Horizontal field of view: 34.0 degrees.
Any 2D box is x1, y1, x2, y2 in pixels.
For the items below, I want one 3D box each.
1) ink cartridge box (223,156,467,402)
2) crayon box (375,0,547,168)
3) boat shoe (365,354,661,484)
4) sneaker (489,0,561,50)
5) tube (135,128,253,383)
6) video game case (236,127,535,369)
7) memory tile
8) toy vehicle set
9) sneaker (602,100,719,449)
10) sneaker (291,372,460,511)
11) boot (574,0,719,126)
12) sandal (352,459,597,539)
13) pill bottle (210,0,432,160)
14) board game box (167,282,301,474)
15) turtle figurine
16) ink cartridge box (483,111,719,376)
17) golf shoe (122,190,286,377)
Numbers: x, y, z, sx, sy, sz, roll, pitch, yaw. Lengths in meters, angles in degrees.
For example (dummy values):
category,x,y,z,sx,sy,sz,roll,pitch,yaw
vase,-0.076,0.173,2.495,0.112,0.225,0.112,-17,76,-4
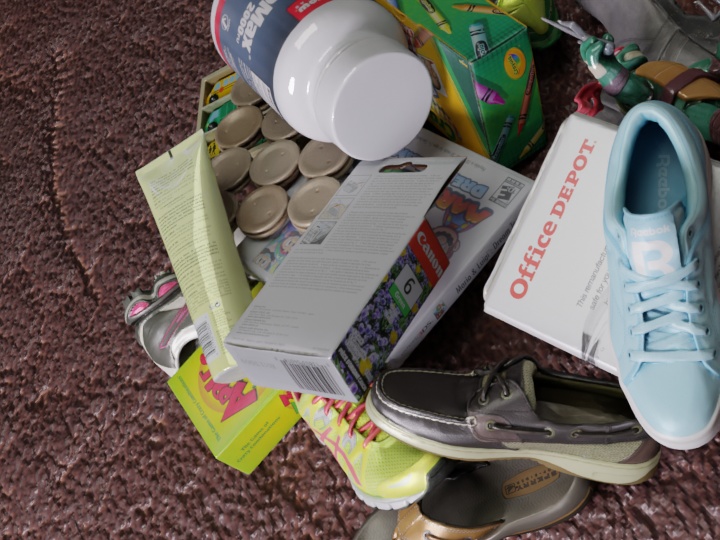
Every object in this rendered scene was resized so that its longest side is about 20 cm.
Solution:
category,x,y,z,sx,sy,sz,roll,pitch,yaw
ink cartridge box,0.000,0.000,0.857,0.108,0.050,0.200,4,47,42
crayon box,0.067,-0.181,0.973,0.058,0.119,0.200,-32,47,-12
boat shoe,0.104,0.087,0.779,0.198,0.065,0.073,9,35,0
sneaker,0.114,-0.236,1.010,0.074,0.084,0.200,-36,31,9
tube,-0.125,-0.010,0.956,0.058,0.052,0.201,-18,74,-15
video game case,0.016,-0.035,0.939,0.200,0.024,0.182,31,75,40
memory tile,-0.066,-0.109,1.016,0.152,0.017,0.201,-7,53,27
toy vehicle set,-0.076,-0.164,1.122,0.199,0.026,0.125,-20,55,31
sneaker,0.167,-0.001,0.672,0.073,0.082,0.202,-11,74,26
sneaker,-0.004,0.103,0.853,0.078,0.091,0.200,-41,29,-16
boot,0.199,-0.152,0.904,0.132,0.070,0.200,-49,47,5
sandal,0.069,0.169,0.823,0.199,0.055,0.082,-27,52,20
pill bottle,-0.030,-0.174,0.951,0.120,0.119,0.200,-47,45,3
board game box,-0.061,0.059,0.983,0.200,0.048,0.102,-47,48,4
turtle figurine,0.225,-0.129,0.801,0.149,0.101,0.200,-30,48,-26
ink cartridge box,0.200,0.004,0.749,0.199,0.084,0.145,26,92,30
golf shoe,-0.115,0.012,1.045,0.200,0.077,0.088,-40,68,14
